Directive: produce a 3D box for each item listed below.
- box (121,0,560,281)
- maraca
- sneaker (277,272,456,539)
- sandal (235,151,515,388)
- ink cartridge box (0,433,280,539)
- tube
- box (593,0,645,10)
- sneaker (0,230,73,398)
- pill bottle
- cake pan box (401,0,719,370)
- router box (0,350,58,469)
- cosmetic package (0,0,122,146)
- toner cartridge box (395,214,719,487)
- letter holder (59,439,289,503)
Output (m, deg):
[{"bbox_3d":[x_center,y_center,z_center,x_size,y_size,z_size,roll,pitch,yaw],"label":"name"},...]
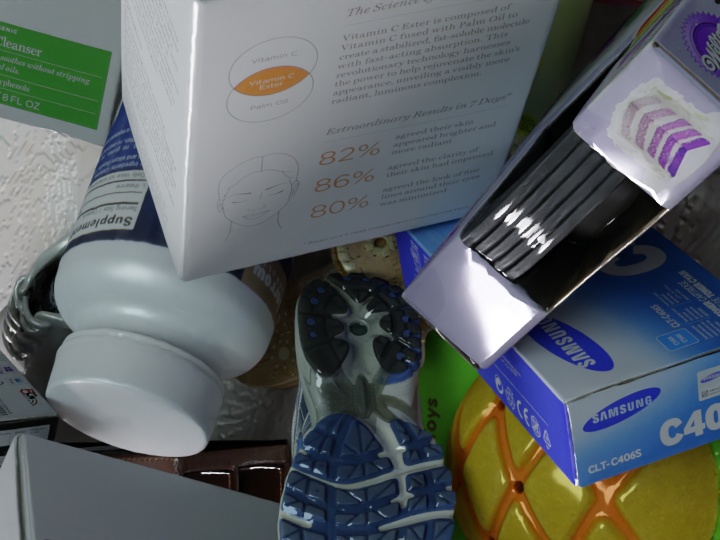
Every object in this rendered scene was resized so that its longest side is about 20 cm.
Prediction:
[{"bbox_3d":[-0.014,-0.103,0.704,0.200,0.152,0.107,104,150,-58],"label":"box"},{"bbox_3d":[0.087,0.091,0.789,0.200,0.107,0.138,7,93,43],"label":"maraca"},{"bbox_3d":[0.001,0.099,0.784,0.077,0.085,0.200,5,46,-2],"label":"sneaker"},{"bbox_3d":[0.002,0.005,0.866,0.211,0.070,0.078,-29,72,27],"label":"sandal"},{"bbox_3d":[-0.120,0.207,0.770,0.200,0.146,0.146,-62,24,20],"label":"ink cartridge box"},{"bbox_3d":[0.074,-0.114,0.766,0.052,0.200,0.058,-9,63,-13],"label":"tube"},{"bbox_3d":[0.084,-0.199,0.790,0.200,0.095,0.103,17,59,28],"label":"box"},{"bbox_3d":[-0.174,0.021,0.974,0.200,0.071,0.073,-43,66,22],"label":"sneaker"},{"bbox_3d":[-0.088,-0.014,0.857,0.111,0.111,0.200,-3,57,32],"label":"pill bottle"},{"bbox_3d":[0.114,-0.068,0.654,0.052,0.200,0.184,40,142,0],"label":"cake pan box"},{"bbox_3d":[-0.235,0.088,0.876,0.200,0.051,0.149,39,122,41],"label":"router box"},{"bbox_3d":[-0.158,-0.184,0.923,0.107,0.085,0.200,14,115,1],"label":"cosmetic package"},{"bbox_3d":[0.092,0.014,0.741,0.200,0.095,0.043,-130,25,-60],"label":"toner cartridge box"},{"bbox_3d":[-0.146,0.167,0.931,0.200,0.100,0.143,-4,86,32],"label":"letter holder"}]
